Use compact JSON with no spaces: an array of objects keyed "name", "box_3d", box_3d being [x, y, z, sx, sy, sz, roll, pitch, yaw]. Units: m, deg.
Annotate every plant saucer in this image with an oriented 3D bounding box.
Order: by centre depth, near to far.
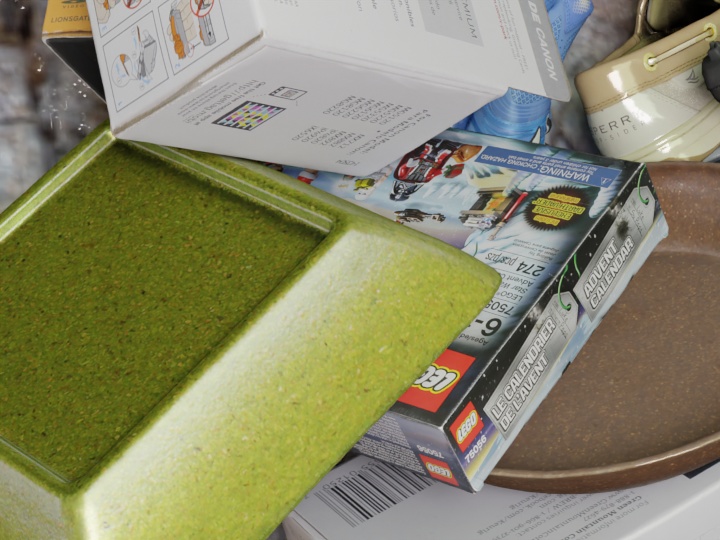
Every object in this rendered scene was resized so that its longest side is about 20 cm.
[{"name":"plant saucer","box_3d":[-0.086,0.021,0.656,0.200,0.048,0.200,24,60,41]},{"name":"plant saucer","box_3d":[0.096,0.026,0.711,0.200,0.200,0.037,-31,124,-21]}]

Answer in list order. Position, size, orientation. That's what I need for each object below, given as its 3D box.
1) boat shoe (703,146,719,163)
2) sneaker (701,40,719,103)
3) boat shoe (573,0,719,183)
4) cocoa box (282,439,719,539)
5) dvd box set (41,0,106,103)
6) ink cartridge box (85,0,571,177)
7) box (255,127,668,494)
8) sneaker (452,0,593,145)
[{"name":"boat shoe","box_3d":[0.200,-0.032,0.858,0.200,0.072,0.070,-16,78,-19]},{"name":"sneaker","box_3d":[0.227,-0.076,0.801,0.200,0.066,0.091,-11,80,-45]},{"name":"boat shoe","box_3d":[0.163,-0.114,0.849,0.067,0.074,0.200,57,45,-15]},{"name":"cocoa box","box_3d":[0.093,0.124,0.725,0.200,0.133,0.132,-26,118,-20]},{"name":"dvd box set","box_3d":[-0.076,-0.157,0.792,0.029,0.146,0.201,0,69,20]},{"name":"ink cartridge box","box_3d":[-0.022,-0.145,0.695,0.175,0.084,0.201,7,64,-47]},{"name":"box","box_3d":[0.000,0.000,0.712,0.137,0.200,0.040,-51,133,-26]},{"name":"sneaker","box_3d":[0.057,-0.044,0.831,0.089,0.079,0.200,32,76,-11]}]
